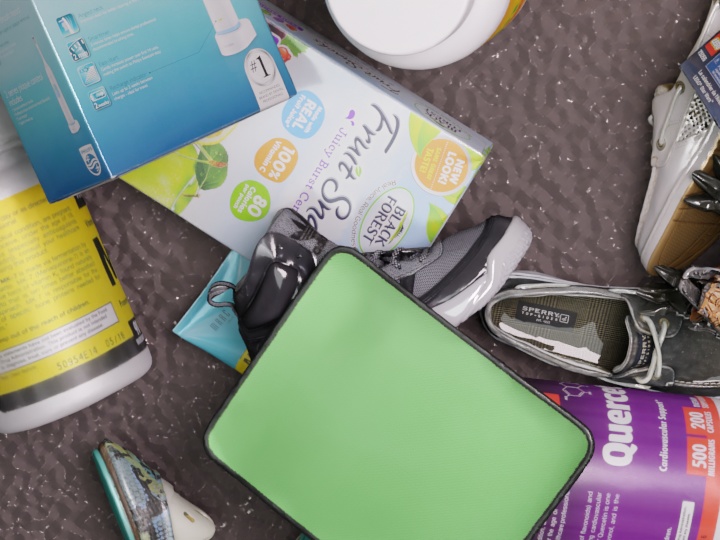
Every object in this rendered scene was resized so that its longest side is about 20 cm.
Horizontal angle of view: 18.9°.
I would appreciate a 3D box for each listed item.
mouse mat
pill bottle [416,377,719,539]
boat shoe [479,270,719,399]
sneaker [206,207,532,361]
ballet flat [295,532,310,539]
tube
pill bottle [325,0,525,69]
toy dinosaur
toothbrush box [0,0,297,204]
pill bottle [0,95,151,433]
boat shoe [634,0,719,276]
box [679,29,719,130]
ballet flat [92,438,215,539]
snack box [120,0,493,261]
[{"bbox_3d":[0.020,0.103,1.289,0.200,0.008,0.161,38,104,10],"label":"mouse mat"},{"bbox_3d":[0.132,0.125,1.336,0.199,0.112,0.113,6,103,-6],"label":"pill bottle"},{"bbox_3d":[0.169,0.046,1.353,0.199,0.071,0.072,7,103,8],"label":"boat shoe"},{"bbox_3d":[0.000,0.000,1.321,0.200,0.076,0.114,-33,100,17],"label":"sneaker"},{"bbox_3d":[0.053,0.195,1.423,0.199,0.068,0.063,1,131,14],"label":"ballet flat"},{"bbox_3d":[-0.022,0.069,1.412,0.200,0.050,0.078,37,86,5],"label":"tube"},{"bbox_3d":[0.038,-0.176,1.265,0.111,0.200,0.112,2,102,11],"label":"pill bottle"},{"bbox_3d":[0.243,0.017,1.277,0.136,0.200,0.102,36,89,38],"label":"toy dinosaur"},{"bbox_3d":[-0.149,-0.162,1.270,0.085,0.146,0.201,-14,102,54],"label":"toothbrush box"},{"bbox_3d":[-0.223,-0.007,1.396,0.114,0.114,0.201,-21,98,14],"label":"pill bottle"},{"bbox_3d":[0.211,-0.092,1.325,0.069,0.071,0.201,40,119,33],"label":"boat shoe"},{"bbox_3d":[0.275,-0.040,1.239,0.040,0.137,0.200,-42,124,16],"label":"box"},{"bbox_3d":[-0.121,0.200,1.454,0.074,0.074,0.201,-13,101,13],"label":"ballet flat"},{"bbox_3d":[-0.037,-0.072,1.378,0.200,0.053,0.143,33,107,2],"label":"snack box"}]
